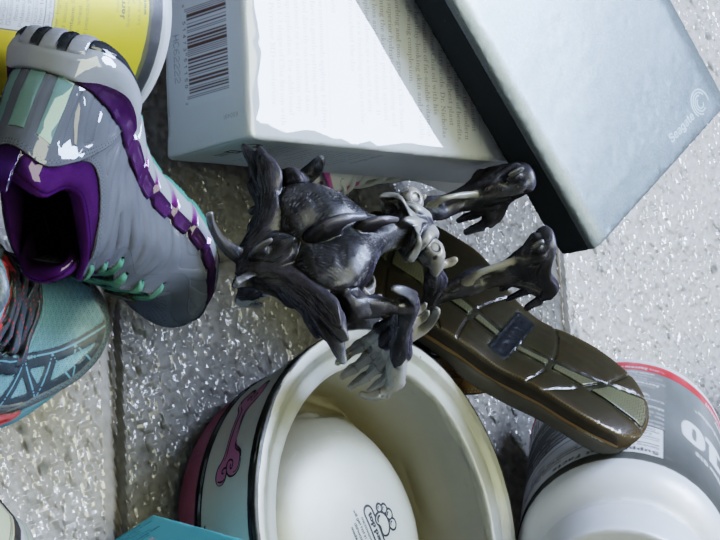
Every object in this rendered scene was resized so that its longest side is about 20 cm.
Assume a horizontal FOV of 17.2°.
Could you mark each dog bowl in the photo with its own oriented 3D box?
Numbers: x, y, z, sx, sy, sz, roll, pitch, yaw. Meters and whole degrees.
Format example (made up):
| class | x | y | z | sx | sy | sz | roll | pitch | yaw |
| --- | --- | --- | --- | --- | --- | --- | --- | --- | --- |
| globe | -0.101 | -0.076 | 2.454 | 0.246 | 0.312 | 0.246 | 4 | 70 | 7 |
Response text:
| class | x | y | z | sx | sy | sz | roll | pitch | yaw |
| --- | --- | --- | --- | --- | --- | --- | --- | --- | --- |
| dog bowl | -0.010 | 0.135 | 1.193 | 0.199 | 0.073 | 0.202 | 21 | 62 | -45 |

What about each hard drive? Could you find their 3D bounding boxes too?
| class | x | y | z | sx | sy | sz | roll | pitch | yaw |
| --- | --- | --- | --- | --- | --- | --- | --- | --- | --- |
| hard drive | 0.098 | -0.129 | 1.211 | 0.140 | 0.033 | 0.201 | -45 | 112 | -36 |

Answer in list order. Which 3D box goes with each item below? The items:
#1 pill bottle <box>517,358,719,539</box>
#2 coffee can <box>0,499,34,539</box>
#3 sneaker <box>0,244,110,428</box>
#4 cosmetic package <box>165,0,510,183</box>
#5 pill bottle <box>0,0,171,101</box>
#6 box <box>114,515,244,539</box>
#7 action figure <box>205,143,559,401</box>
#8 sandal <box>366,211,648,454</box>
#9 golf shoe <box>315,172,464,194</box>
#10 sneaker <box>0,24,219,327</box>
| class | x | y | z | sx | sy | sz | roll | pitch | yaw |
| --- | --- | --- | --- | --- | --- | --- | --- | --- | --- |
| pill bottle | 0.143 | 0.136 | 1.289 | 0.114 | 0.113 | 0.200 | 61 | 16 | -16 |
| coffee can | -0.237 | 0.075 | 0.883 | 0.200 | 0.146 | 0.147 | 54 | 43 | -24 |
| sneaker | -0.171 | 0.025 | 1.018 | 0.199 | 0.095 | 0.080 | 0 | 78 | -50 |
| cosmetic package | 0.001 | -0.102 | 1.191 | 0.199 | 0.071 | 0.102 | 4 | 81 | -39 |
| pill bottle | -0.186 | -0.118 | 1.036 | 0.199 | 0.112 | 0.113 | 2 | 76 | -49 |
| box | -0.055 | 0.160 | 1.030 | 0.049 | 0.200 | 0.083 | -32 | 104 | -23 |
| action figure | 0.000 | 0.000 | 1.131 | 0.199 | 0.102 | 0.119 | -7 | 57 | -38 |
| sandal | 0.062 | 0.041 | 1.270 | 0.199 | 0.055 | 0.082 | 34 | 37 | 12 |
| golf shoe | -0.010 | -0.069 | 1.272 | 0.199 | 0.075 | 0.092 | 25 | 67 | -34 |
| sneaker | -0.122 | -0.016 | 1.036 | 0.200 | 0.074 | 0.088 | 67 | 39 | -53 |
